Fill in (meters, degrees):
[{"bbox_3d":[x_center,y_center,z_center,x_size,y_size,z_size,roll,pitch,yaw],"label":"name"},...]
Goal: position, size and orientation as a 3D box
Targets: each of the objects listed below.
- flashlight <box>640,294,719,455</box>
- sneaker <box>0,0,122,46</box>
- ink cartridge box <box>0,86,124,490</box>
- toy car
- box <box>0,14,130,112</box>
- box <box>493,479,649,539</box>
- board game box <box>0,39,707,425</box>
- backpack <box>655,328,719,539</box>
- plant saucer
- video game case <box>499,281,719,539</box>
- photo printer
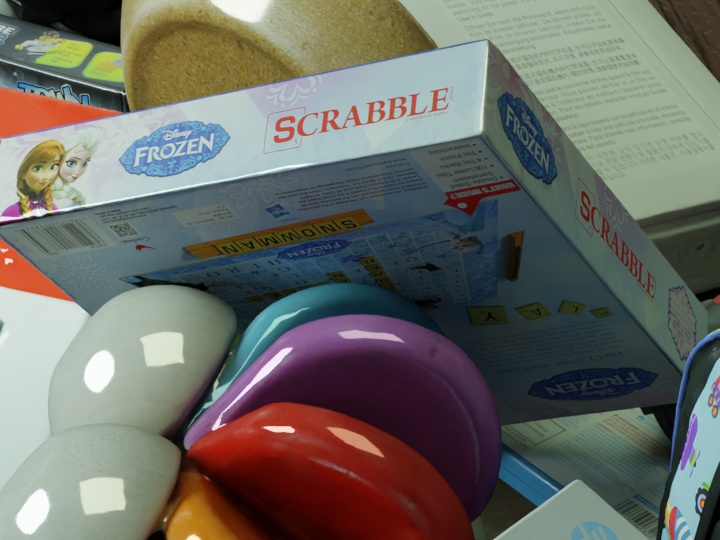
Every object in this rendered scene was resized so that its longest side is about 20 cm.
[{"bbox_3d":[0.192,0.014,1.154,0.200,0.068,0.068,-31,83,-44],"label":"flashlight"},{"bbox_3d":[-0.119,-0.148,1.222,0.111,0.074,0.200,8,-10,13],"label":"sneaker"},{"bbox_3d":[-0.188,0.002,1.125,0.199,0.175,0.044,13,-6,19],"label":"ink cartridge box"},{"bbox_3d":[-0.019,0.081,0.962,0.175,0.150,0.200,39,32,-13],"label":"toy car"},{"bbox_3d":[-0.176,-0.063,1.258,0.199,0.111,0.035,16,37,24],"label":"box"},{"bbox_3d":[0.003,0.171,0.825,0.041,0.201,0.156,41,48,22],"label":"box"},{"bbox_3d":[0.000,0.000,1.038,0.199,0.200,0.041,-9,58,26],"label":"board game box"},{"bbox_3d":[0.170,0.114,0.911,0.134,0.201,0.183,-11,34,-15],"label":"backpack"},{"bbox_3d":[-0.029,-0.050,1.111,0.200,0.201,0.035,25,53,33],"label":"plant saucer"},{"bbox_3d":[0.153,0.057,1.160,0.199,0.018,0.143,-24,40,-31],"label":"video game case"},{"bbox_3d":[0.071,-0.070,1.209,0.166,0.070,0.200,-14,54,-37],"label":"photo printer"}]
